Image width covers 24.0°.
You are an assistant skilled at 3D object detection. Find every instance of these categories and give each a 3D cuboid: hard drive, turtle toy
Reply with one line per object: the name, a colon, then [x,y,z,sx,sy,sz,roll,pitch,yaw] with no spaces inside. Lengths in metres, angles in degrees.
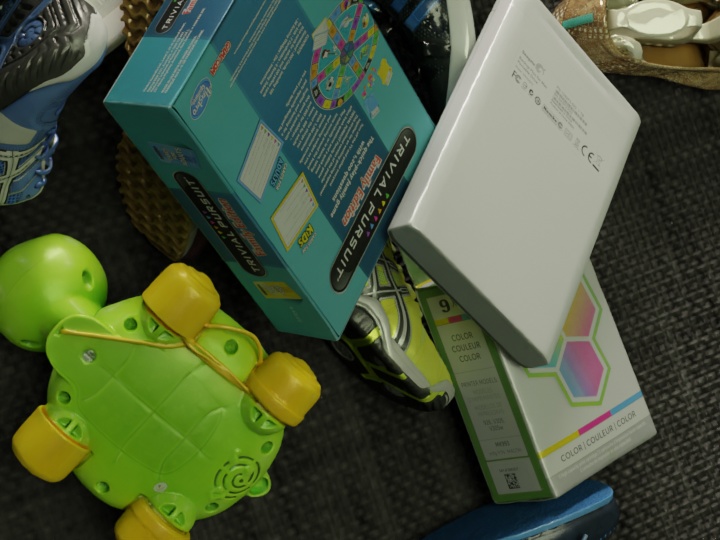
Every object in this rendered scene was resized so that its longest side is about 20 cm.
hard drive: [0.099,-0.059,1.029,0.132,0.026,0.200,44,54,-26]
turtle toy: [-0.125,0.059,0.953,0.200,0.101,0.146,43,93,-12]

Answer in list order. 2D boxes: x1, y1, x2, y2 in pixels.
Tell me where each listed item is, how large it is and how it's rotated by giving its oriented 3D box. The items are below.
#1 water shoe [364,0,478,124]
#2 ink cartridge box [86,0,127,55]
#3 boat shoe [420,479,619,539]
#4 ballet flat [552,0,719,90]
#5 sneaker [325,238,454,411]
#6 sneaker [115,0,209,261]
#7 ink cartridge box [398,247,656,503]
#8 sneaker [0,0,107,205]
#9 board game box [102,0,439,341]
water shoe: [0.026,-0.179,1.076,0.079,0.072,0.200,-9,84,-2]
ink cartridge box: [-0.163,-0.205,0.975,0.200,0.083,0.147,-44,103,-22]
boat shoe: [0.072,0.194,1.051,0.200,0.084,0.069,-23,102,-8]
ballet flat: [0.226,-0.160,1.153,0.200,0.065,0.071,-5,86,-25]
sneaker: [0.000,0.000,1.031,0.076,0.075,0.200,-42,103,-21]
sneaker: [-0.084,-0.096,0.967,0.090,0.075,0.200,-27,139,-37]
ink cartridge box: [0.102,0.035,1.067,0.104,0.059,0.200,-24,95,-40]
sneaker: [-0.187,-0.085,0.901,0.077,0.200,0.076,31,53,-29]
board game box: [-0.040,-0.081,0.916,0.151,0.047,0.200,-63,142,-26]
